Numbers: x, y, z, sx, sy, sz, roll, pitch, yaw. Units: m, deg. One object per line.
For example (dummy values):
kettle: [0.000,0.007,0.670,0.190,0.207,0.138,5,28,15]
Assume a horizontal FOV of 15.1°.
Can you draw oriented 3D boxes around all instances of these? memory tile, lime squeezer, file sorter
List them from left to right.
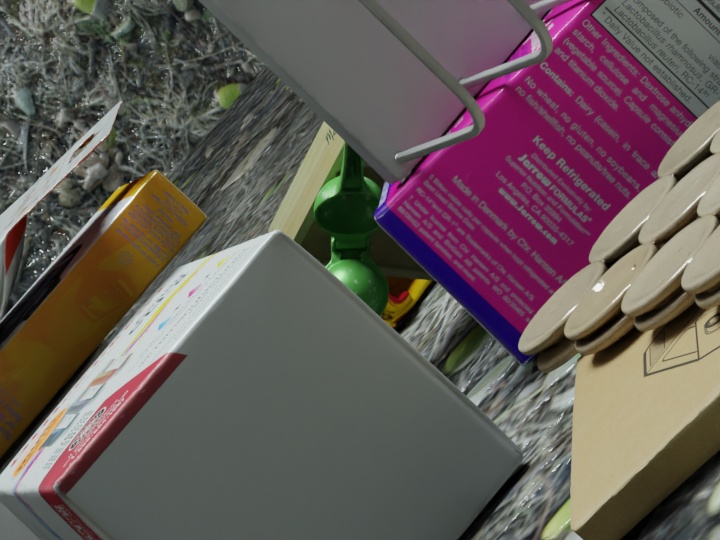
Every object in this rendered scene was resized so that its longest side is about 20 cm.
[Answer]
lime squeezer: [0.000,0.000,1.308,0.038,0.200,0.071,-7,26,-17]
file sorter: [0.047,-0.163,1.170,0.200,0.139,0.125,-50,12,-18]
memory tile: [0.140,-0.029,1.045,0.153,0.017,0.200,-50,9,-21]

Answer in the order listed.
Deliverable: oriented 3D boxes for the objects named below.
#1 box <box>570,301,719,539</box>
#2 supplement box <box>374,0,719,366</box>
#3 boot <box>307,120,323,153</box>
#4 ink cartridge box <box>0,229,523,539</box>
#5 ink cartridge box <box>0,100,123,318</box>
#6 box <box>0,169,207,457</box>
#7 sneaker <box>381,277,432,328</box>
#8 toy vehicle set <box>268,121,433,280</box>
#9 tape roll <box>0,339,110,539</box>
box: [0.152,0.001,0.978,0.200,0.021,0.164,-44,9,18]
supplement box: [0.111,-0.070,1.231,0.200,0.103,0.101,-44,8,13]
boot: [0.039,-0.110,1.873,0.200,0.068,0.131,-48,15,5]
ink cartridge box: [-0.052,0.088,1.176,0.145,0.145,0.200,-50,8,-14]
ink cartridge box: [-0.179,0.008,1.325,0.200,0.057,0.163,-39,9,4]
box: [-0.164,0.039,1.365,0.200,0.041,0.119,-52,10,-11]
sneaker: [-0.018,0.023,1.540,0.200,0.073,0.077,-51,19,-3]
toy vehicle set: [0.049,-0.074,1.333,0.200,0.124,0.027,-60,35,38]
tape roll: [-0.146,0.152,1.360,0.203,0.139,0.203,-46,8,9]
